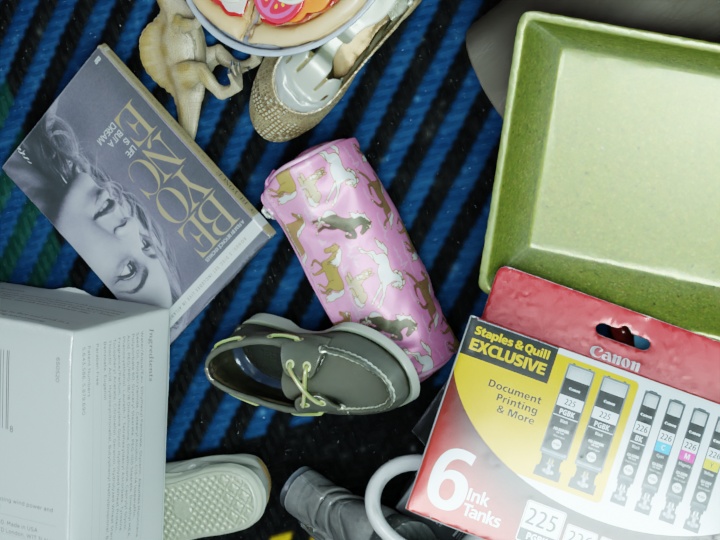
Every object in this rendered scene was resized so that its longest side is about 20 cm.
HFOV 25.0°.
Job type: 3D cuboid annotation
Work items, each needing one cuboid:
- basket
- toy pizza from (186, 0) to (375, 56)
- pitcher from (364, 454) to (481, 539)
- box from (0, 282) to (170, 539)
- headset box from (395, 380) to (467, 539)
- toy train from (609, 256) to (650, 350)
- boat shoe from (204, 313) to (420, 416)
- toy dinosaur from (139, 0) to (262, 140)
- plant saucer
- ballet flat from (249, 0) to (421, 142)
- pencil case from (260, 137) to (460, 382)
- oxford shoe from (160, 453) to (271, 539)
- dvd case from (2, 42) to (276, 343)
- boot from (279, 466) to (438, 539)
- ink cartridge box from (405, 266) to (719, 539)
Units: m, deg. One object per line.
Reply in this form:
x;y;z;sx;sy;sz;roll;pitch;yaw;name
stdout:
0.184;-0.180;1.150;0.199;0.180;0.137;-34;98;23;basket
-0.057;-0.257;1.179;0.198;0.032;0.203;-4;81;26;toy pizza
0.114;0.190;1.148;0.198;0.121;0.173;-21;81;-3;pitcher
-0.263;0.121;1.266;0.197;0.130;0.203;7;100;28;box
0.133;0.162;1.248;0.199;0.075;0.149;36;104;4;headset box
0.196;-0.028;1.187;0.084;0.116;0.202;-22;94;13;toy train
-0.039;0.078;1.224;0.200;0.060;0.073;8;120;47;boat shoe
-0.130;-0.160;1.273;0.100;0.058;0.203;-3;104;28;toy dinosaur
0.192;-0.064;1.088;0.197;0.048;0.202;12;113;11;plant saucer
-0.019;-0.176;1.231;0.070;0.065;0.201;37;105;-8;ballet flat
0.000;0.000;1.247;0.086;0.083;0.202;-26;94;38;pencil case
-0.154;0.186;1.321;0.198;0.058;0.076;-10;99;27;oxford shoe
-0.179;-0.056;1.287;0.200;0.016;0.149;47;120;1;dvd case
0.023;0.231;1.279;0.070;0.131;0.201;-46;132;-22;boot
0.150;0.105;1.053;0.198;0.084;0.178;19;86;7;ink cartridge box
